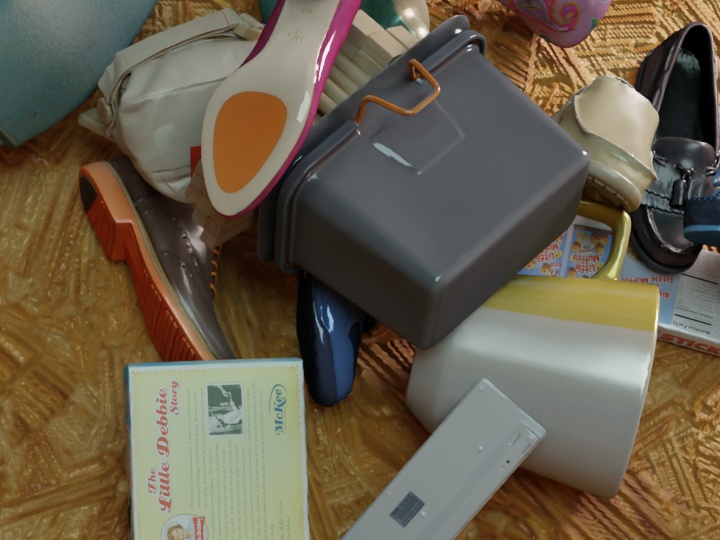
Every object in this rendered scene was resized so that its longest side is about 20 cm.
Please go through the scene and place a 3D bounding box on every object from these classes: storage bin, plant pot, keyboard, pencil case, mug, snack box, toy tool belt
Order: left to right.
[{"bbox_3d":[-0.262,-0.200,1.404,0.196,0.196,0.200,16,75,19],"label":"plant pot"},{"bbox_3d":[-0.093,0.158,1.360,0.116,0.037,0.200,-1,87,-12],"label":"snack box"},{"bbox_3d":[-0.087,-0.124,1.440,0.200,0.123,0.125,-20,111,-20],"label":"toy tool belt"},{"bbox_3d":[0.037,0.162,1.373,0.056,0.011,0.200,42,100,8],"label":"keyboard"},{"bbox_3d":[0.051,-0.055,1.363,0.134,0.146,0.200,39,61,20],"label":"storage bin"},{"bbox_3d":[0.096,-0.244,1.530,0.200,0.087,0.087,30,63,-28],"label":"pencil case"},{"bbox_3d":[0.116,0.055,1.432,0.153,0.149,0.187,12,44,3],"label":"mug"},{"bbox_3d":[0.195,0.006,1.517,0.200,0.024,0.072,16,66,-5],"label":"snack box"}]

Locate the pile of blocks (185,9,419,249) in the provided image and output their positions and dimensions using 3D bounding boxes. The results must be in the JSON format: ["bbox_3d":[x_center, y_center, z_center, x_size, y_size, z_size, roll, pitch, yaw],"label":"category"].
[{"bbox_3d":[-0.048,-0.101,1.372,0.062,0.082,0.200,42,68,14],"label":"pile of blocks"}]

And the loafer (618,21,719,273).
[{"bbox_3d":[0.231,-0.096,1.531,0.072,0.063,0.200,13,58,-10],"label":"loafer"}]

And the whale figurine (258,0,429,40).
[{"bbox_3d":[-0.018,-0.203,1.466,0.104,0.200,0.159,-35,81,-10],"label":"whale figurine"}]

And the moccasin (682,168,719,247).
[{"bbox_3d":[0.289,-0.046,1.490,0.080,0.200,0.068,7,91,34],"label":"moccasin"}]

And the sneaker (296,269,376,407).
[{"bbox_3d":[0.000,0.000,1.456,0.082,0.074,0.200,9,68,-9],"label":"sneaker"}]

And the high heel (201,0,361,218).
[{"bbox_3d":[-0.046,-0.122,1.321,0.067,0.096,0.200,11,82,14],"label":"high heel"}]

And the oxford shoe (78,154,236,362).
[{"bbox_3d":[-0.120,0.001,1.434,0.073,0.071,0.200,-22,74,-23],"label":"oxford shoe"}]

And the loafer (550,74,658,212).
[{"bbox_3d":[0.172,-0.098,1.465,0.076,0.200,0.068,32,103,-11],"label":"loafer"}]
